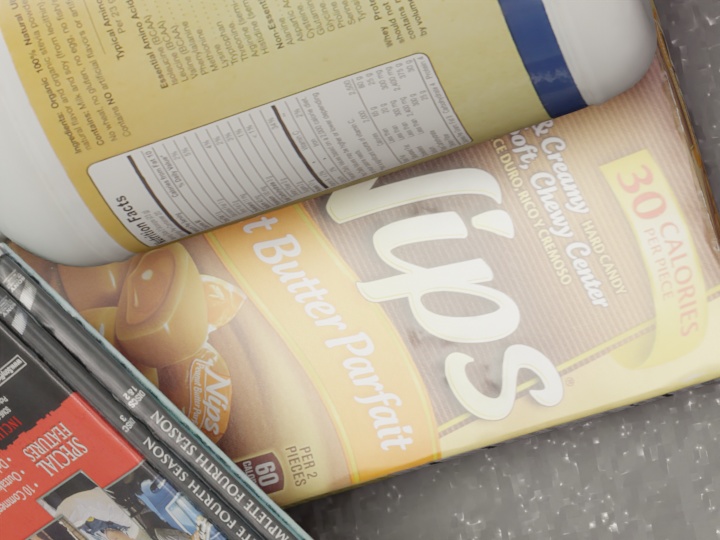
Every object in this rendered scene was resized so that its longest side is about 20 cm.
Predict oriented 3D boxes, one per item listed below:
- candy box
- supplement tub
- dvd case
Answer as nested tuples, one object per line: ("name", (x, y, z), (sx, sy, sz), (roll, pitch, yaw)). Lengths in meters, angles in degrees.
("candy box", (0.000, 0.000, 0.807), (0.199, 0.055, 0.116), (-17, 86, 9))
("supplement tub", (-0.039, -0.085, 0.724), (0.199, 0.144, 0.145), (-17, 87, 8))
("dvd case", (-0.056, 0.091, 0.763), (0.200, 0.146, 0.022), (45, 54, -6))
